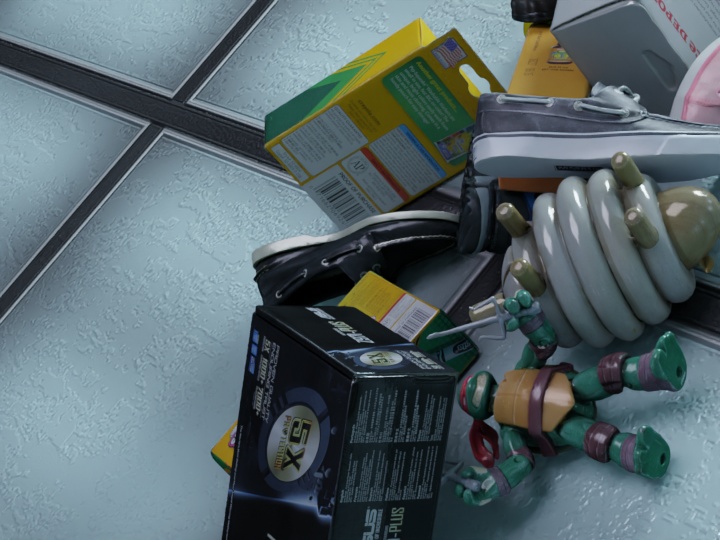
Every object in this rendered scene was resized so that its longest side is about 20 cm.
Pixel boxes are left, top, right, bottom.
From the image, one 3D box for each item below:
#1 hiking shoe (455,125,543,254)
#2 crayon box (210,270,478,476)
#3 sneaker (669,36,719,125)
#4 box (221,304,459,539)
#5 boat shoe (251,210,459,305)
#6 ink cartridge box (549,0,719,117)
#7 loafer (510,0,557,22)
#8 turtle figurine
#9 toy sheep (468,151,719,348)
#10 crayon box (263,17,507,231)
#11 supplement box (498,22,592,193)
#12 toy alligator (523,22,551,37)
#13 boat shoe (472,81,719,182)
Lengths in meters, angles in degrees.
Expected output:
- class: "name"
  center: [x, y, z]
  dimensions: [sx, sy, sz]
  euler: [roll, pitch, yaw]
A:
- class: "hiking shoe"
  center: [0.125, -0.063, 1.726]
  dimensions: [0.086, 0.075, 0.200]
  euler: [10, 30, 1]
- class: "crayon box"
  center: [-0.014, 0.104, 1.683]
  dimensions: [0.200, 0.058, 0.119]
  euler: [-49, 31, -8]
- class: "sneaker"
  center: [0.317, -0.149, 1.588]
  dimensions: [0.200, 0.075, 0.104]
  euler: [-47, 26, -14]
- class: "box"
  center: [-0.019, 0.142, 1.519]
  dimensions: [0.164, 0.085, 0.202]
  euler: [31, 116, 57]
- class: "boat shoe"
  center: [-0.001, -0.001, 1.789]
  dimensions: [0.198, 0.074, 0.067]
  euler: [-10, 69, 21]
- class: "ink cartridge box"
  center: [0.234, -0.220, 1.701]
  dimensions: [0.085, 0.148, 0.201]
  euler: [-18, 39, 36]
- class: "loafer"
  center: [0.195, -0.272, 1.814]
  dimensions: [0.072, 0.073, 0.200]
  euler: [14, 40, 44]
- class: "turtle figurine"
  center: [0.124, 0.090, 1.497]
  dimensions: [0.199, 0.100, 0.151]
  euler: [2, 88, 34]
- class: "toy sheep"
  center: [0.166, -0.008, 1.539]
  dimensions: [0.199, 0.138, 0.138]
  euler: [-20, 37, 19]
- class: "crayon box"
  center: [0.032, -0.128, 1.842]
  dimensions: [0.199, 0.126, 0.052]
  euler: [-30, 33, 20]
- class: "supplement box"
  center: [0.153, -0.133, 1.705]
  dimensions: [0.066, 0.069, 0.200]
  euler: [4, 31, 12]
- class: "toy alligator"
  center: [0.163, -0.227, 1.886]
  dimensions: [0.201, 0.059, 0.055]
  euler: [-103, 24, -55]
- class: "boat shoe"
  center: [0.182, -0.104, 1.567]
  dimensions: [0.198, 0.072, 0.068]
  euler: [1, 76, 11]
